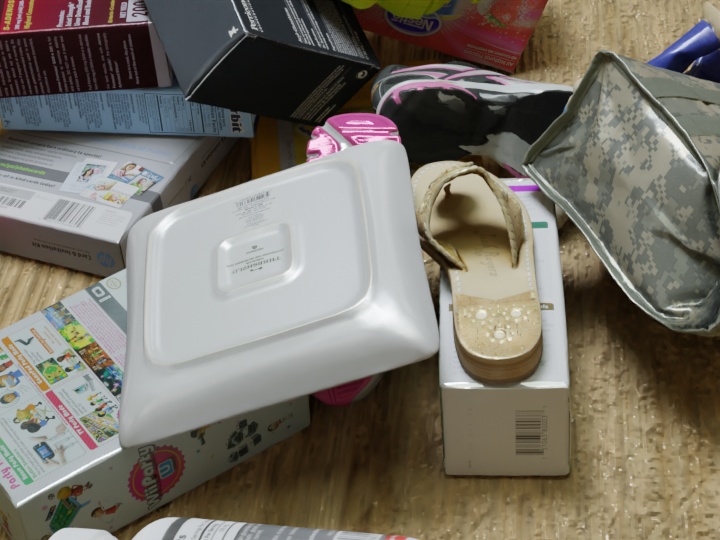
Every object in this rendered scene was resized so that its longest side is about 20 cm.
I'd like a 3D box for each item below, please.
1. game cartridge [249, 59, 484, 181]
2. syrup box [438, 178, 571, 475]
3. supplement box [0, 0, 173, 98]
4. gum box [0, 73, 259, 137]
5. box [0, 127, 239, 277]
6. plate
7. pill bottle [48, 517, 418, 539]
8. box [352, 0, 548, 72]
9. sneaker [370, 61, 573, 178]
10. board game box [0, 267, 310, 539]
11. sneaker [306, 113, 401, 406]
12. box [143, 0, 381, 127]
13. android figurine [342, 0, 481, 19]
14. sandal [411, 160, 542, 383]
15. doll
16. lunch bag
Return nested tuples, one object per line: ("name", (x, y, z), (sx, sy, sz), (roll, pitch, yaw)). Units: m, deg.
("game cartridge", (0.002, -0.093, 1.185), (0.175, 0.033, 0.201), (-6, 42, -1))
("syrup box", (0.091, 0.032, 0.995), (0.081, 0.079, 0.201), (-1, 41, 5))
("supplement box", (-0.240, -0.185, 1.164), (0.198, 0.061, 0.109), (-5, 43, 0))
("gum box", (-0.167, -0.174, 1.226), (0.198, 0.045, 0.171), (3, 40, 7))
("box", (-0.199, -0.083, 1.187), (0.155, 0.041, 0.200), (12, 44, 19))
("plate", (-0.060, 0.001, 0.948), (0.198, 0.032, 0.201), (-18, 41, 9))
("pill bottle", (-0.065, 0.189, 0.801), (0.198, 0.116, 0.116), (3, 41, 10))
("box", (0.048, -0.248, 1.257), (0.199, 0.103, 0.095), (14, 38, -16))
("sneaker", (0.098, -0.120, 1.137), (0.199, 0.081, 0.087), (11, 28, -24))
("board game box", (-0.154, 0.079, 0.978), (0.199, 0.065, 0.147), (-26, 44, -25))
("sneaker", (0.000, 0.000, 1.040), (0.081, 0.088, 0.201), (3, 66, 12))
("box", (-0.090, -0.213, 1.137), (0.141, 0.079, 0.201), (9, 49, -49))
("android figurine", (0.009, -0.262, 1.146), (0.199, 0.041, 0.183), (29, 54, -5))
("sandal", (0.073, -0.029, 0.952), (0.077, 0.070, 0.212), (-8, 40, -2))
("doll", (0.185, -0.102, 1.097), (0.200, 0.136, 0.049), (-43, 56, 10))
("lunch bag", (0.228, -0.035, 0.994), (0.163, 0.118, 0.200), (6, 39, -43))
